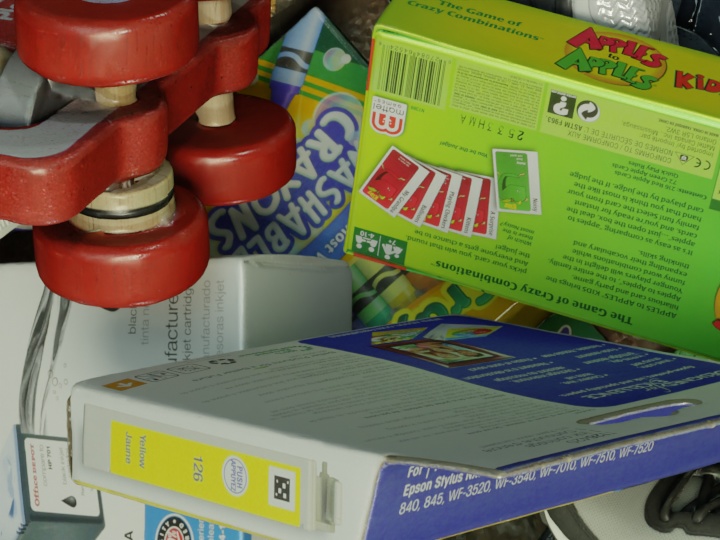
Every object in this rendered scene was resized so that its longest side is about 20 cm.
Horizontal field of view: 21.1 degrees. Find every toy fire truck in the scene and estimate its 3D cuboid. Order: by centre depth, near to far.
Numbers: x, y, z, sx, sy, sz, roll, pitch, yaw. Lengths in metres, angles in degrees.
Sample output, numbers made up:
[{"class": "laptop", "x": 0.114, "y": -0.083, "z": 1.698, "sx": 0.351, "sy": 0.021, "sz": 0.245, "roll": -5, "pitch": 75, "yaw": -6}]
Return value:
[{"class": "toy fire truck", "x": -0.122, "y": -0.076, "z": 0.744, "sx": 0.167, "sy": 0.200, "sz": 0.113, "roll": 10, "pitch": 121, "yaw": 19}]

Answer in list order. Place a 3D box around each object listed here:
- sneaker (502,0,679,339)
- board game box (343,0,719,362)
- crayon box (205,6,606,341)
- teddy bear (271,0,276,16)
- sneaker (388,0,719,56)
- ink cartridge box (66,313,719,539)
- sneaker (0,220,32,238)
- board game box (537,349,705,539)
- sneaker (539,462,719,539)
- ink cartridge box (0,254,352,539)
[{"class": "sneaker", "x": 0.073, "y": -0.061, "z": 0.787, "sx": 0.113, "sy": 0.076, "sz": 0.201, "roll": -3, "pitch": 120, "yaw": 20}, {"class": "board game box", "x": 0.099, "y": -0.032, "z": 0.716, "sx": 0.199, "sy": 0.048, "sz": 0.102, "roll": 17, "pitch": 127, "yaw": 12}, {"class": "crayon box", "x": 0.000, "y": 0.000, "z": 0.844, "sx": 0.126, "sy": 0.052, "sz": 0.200, "roll": -42, "pitch": 71, "yaw": 5}, {"class": "teddy bear", "x": -0.048, "y": -0.168, "z": 0.868, "sx": 0.200, "sy": 0.067, "sz": 0.145, "roll": -41, "pitch": 48, "yaw": 5}, {"class": "sneaker", "x": 0.098, "y": -0.121, "z": 0.827, "sx": 0.199, "sy": 0.079, "sz": 0.079, "roll": 9, "pitch": 80, "yaw": 16}, {"class": "ink cartridge box", "x": 0.038, "y": 0.056, "z": 0.661, "sx": 0.200, "sy": 0.197, "sz": 0.047, "roll": 11, "pitch": 103, "yaw": 45}, {"class": "sneaker", "x": -0.204, "y": -0.048, "z": 0.851, "sx": 0.146, "sy": 0.200, "sz": 0.081, "roll": 0, "pitch": 110, "yaw": 24}, {"class": "board game box", "x": 0.151, "y": 0.091, "z": 0.796, "sx": 0.105, "sy": 0.023, "sz": 0.200, "roll": 37, "pitch": 90, "yaw": 21}, {"class": "sneaker", "x": 0.157, "y": 0.096, "z": 0.698, "sx": 0.200, "sy": 0.080, "sz": 0.074, "roll": 18, "pitch": 43, "yaw": 28}, {"class": "ink cartridge box", "x": -0.106, "y": 0.070, "z": 0.808, "sx": 0.199, "sy": 0.086, "sz": 0.147, "roll": -2, "pitch": 87, "yaw": 31}]
